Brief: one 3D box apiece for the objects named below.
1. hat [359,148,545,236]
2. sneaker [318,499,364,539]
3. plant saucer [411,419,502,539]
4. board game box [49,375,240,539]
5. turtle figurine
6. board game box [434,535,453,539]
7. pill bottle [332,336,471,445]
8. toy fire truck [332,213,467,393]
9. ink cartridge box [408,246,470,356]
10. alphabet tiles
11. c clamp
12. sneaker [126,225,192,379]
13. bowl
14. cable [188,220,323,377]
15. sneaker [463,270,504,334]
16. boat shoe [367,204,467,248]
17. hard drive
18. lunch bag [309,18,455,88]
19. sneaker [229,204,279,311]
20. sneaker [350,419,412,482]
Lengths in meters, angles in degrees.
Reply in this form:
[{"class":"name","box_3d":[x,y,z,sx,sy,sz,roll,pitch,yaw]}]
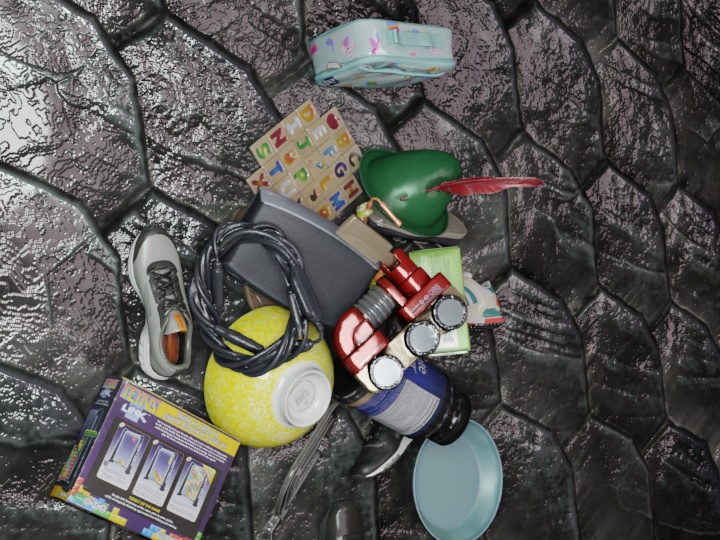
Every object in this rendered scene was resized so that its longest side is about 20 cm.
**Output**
[{"class":"hat","box_3d":[0.126,-0.162,1.592,0.199,0.176,0.167,15,47,-36]},{"class":"sneaker","box_3d":[-0.007,0.437,1.560,0.075,0.090,0.202,-7,92,-37]},{"class":"plant saucer","box_3d":[0.148,0.338,1.718,0.199,0.036,0.202,6,81,-39]},{"class":"board game box","box_3d":[-0.272,0.253,1.374,0.200,0.056,0.166,36,65,-32]},{"class":"turtle figurine","box_3d":[0.000,0.000,1.532,0.064,0.161,0.202,-23,103,-37]},{"class":"board game box","box_3d":[0.126,0.541,1.706,0.120,0.032,0.202,-27,105,-41]},{"class":"pill bottle","box_3d":[0.063,0.176,1.547,0.199,0.112,0.113,32,70,-29]},{"class":"toy fire truck","box_3d":[0.022,0.038,1.402,0.176,0.129,0.200,-42,87,-7]},{"class":"ink cartridge box","box_3d":[0.116,0.053,1.575,0.075,0.200,0.149,-5,84,3]},{"class":"alphabet tiles","box_3d":[-0.077,-0.148,1.574,0.200,0.006,0.167,-44,114,-31]},{"class":"c clamp","box_3d":[-0.084,0.281,1.501,0.027,0.171,0.201,26,57,12]},{"class":"sneaker","box_3d":[-0.250,0.041,1.383,0.074,0.079,0.202,-8,92,-36]},{"class":"bowl","box_3d":[-0.103,0.158,1.452,0.199,0.107,0.202,-14,112,-37]},{"class":"cable","box_3d":[-0.144,0.033,1.386,0.201,0.162,0.051,65,12,3]},{"class":"sneaker","box_3d":[0.146,0.049,1.720,0.199,0.070,0.094,5,68,-37]},{"class":"boat shoe","box_3d":[0.080,-0.059,1.658,0.199,0.063,0.073,6,43,-41]},{"class":"hard drive","box_3d":[-0.079,-0.010,1.439,0.199,0.042,0.135,30,96,-15]},{"class":"lunch bag","box_3d":[0.033,-0.316,1.570,0.199,0.160,0.078,-7,93,-39]},{"class":"sneaker","box_3d":[-0.123,0.005,1.488,0.070,0.075,0.201,-33,108,-35]},{"class":"sneaker","box_3d":[0.037,0.234,1.627,0.200,0.076,0.088,-42,99,-36]}]
